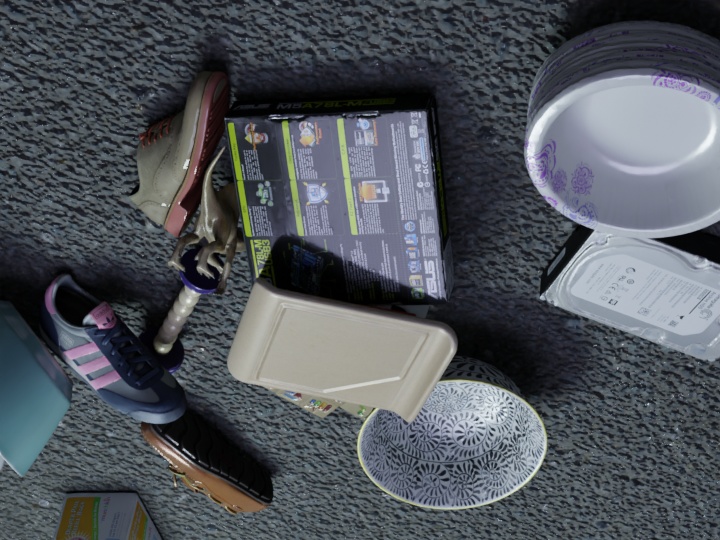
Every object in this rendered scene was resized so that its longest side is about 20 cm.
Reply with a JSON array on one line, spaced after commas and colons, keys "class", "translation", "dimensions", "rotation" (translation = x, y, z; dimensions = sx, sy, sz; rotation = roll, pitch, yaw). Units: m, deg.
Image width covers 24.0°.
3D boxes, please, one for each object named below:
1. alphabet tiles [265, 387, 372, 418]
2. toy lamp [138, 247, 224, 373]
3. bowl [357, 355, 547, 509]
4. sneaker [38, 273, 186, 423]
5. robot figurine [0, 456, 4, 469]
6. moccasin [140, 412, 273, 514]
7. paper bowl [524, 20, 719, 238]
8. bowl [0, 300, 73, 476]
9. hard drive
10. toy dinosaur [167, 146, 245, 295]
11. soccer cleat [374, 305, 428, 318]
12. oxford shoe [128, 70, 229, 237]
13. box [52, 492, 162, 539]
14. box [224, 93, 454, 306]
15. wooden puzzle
[{"class": "alphabet tiles", "translation": [-0.026, 0.097, 1.840], "dimensions": [0.166, 0.006, 0.200], "rotation": [29, 137, -21]}, {"class": "toy lamp", "translation": [-0.195, 0.056, 1.786], "dimensions": [0.058, 0.059, 0.200], "rotation": [20, 140, -13]}, {"class": "bowl", "translation": [0.096, 0.153, 1.800], "dimensions": [0.198, 0.095, 0.202], "rotation": [0, 133, 0]}, {"class": "sneaker", "translation": [-0.261, 0.081, 1.769], "dimensions": [0.199, 0.070, 0.082], "rotation": [33, 137, 18]}, {"class": "robot figurine", "translation": [-0.492, 0.197, 1.973], "dimensions": [0.168, 0.114, 0.200], "rotation": [19, 140, -16]}, {"class": "moccasin", "translation": [-0.188, 0.226, 1.984], "dimensions": [0.077, 0.074, 0.201], "rotation": [-26, 139, 25]}, {"class": "paper bowl", "translation": [0.240, -0.129, 1.436], "dimensions": [0.198, 0.105, 0.202], "rotation": [5, 141, 4]}, {"class": "bowl", "translation": [-0.382, 0.109, 1.813], "dimensions": [0.105, 0.201, 0.201], "rotation": [-39, 134, -10]}, {"class": "hard drive", "translation": [0.291, 0.012, 1.647], "dimensions": [0.198, 0.038, 0.140], "rotation": [20, 140, -13]}, {"class": "toy dinosaur", "translation": [-0.141, -0.043, 1.619], "dimensions": [0.058, 0.102, 0.200], "rotation": [19, 160, 21]}, {"class": "soccer cleat", "translation": [0.000, 0.000, 1.655], "dimensions": [0.068, 0.086, 0.200], "rotation": [-19, 133, 31]}, {"class": "oxford shoe", "translation": [-0.174, -0.114, 1.573], "dimensions": [0.074, 0.071, 0.201], "rotation": [27, 133, 3]}, {"class": "box", "translation": [-0.312, 0.383, 2.160], "dimensions": [0.100, 0.113, 0.201], "rotation": [-3, 138, 14]}, {"class": "box", "translation": [-0.017, -0.061, 1.567], "dimensions": [0.191, 0.048, 0.202], "rotation": [-1, 118, 15]}, {"class": "wooden puzzle", "translation": [-0.020, 0.074, 1.633], "dimensions": [0.198, 0.038, 0.185], "rotation": [16, 148, -6]}]
